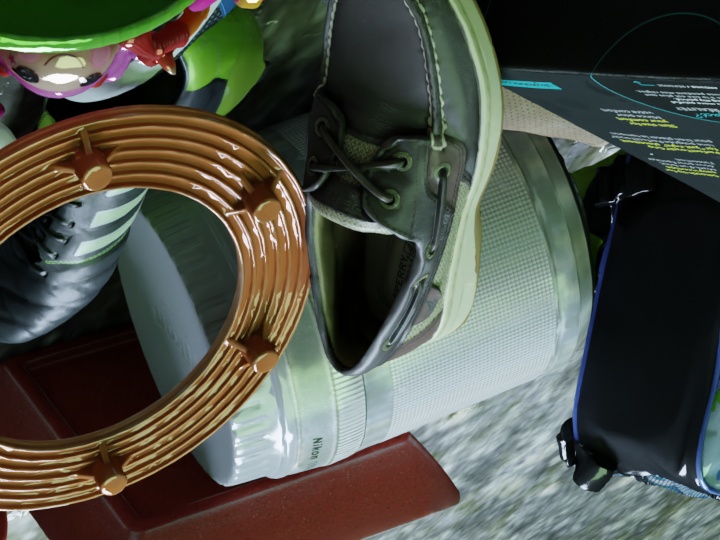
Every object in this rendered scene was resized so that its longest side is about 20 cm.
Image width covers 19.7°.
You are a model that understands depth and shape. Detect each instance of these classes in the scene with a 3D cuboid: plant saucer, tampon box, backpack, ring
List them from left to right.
[{"bbox_3d":[-0.104,0.023,0.827,0.200,0.019,0.201,-21,137,-20],"label":"ring"},{"bbox_3d":[-0.080,0.079,1.063,0.199,0.200,0.037,-16,129,-27],"label":"plant saucer"},{"bbox_3d":[0.169,-0.105,0.830,0.149,0.127,0.199,8,171,45],"label":"tampon box"},{"bbox_3d":[0.220,0.032,1.068,0.146,0.184,0.199,10,-178,39],"label":"backpack"}]

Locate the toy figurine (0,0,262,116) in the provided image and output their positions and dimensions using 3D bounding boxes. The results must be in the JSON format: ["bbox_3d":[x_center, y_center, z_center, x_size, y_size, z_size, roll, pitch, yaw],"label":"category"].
[{"bbox_3d":[-0.111,-0.102,0.701,0.199,0.151,0.184,0,159,-23],"label":"toy figurine"}]

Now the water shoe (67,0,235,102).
[{"bbox_3d":[-0.046,-0.131,0.786,0.200,0.072,0.079,-40,159,29],"label":"water shoe"}]

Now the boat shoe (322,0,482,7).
[{"bbox_3d":[0.052,-0.146,0.881,0.200,0.074,0.065,-18,155,-50],"label":"boat shoe"}]

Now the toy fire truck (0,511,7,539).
[{"bbox_3d":[-0.288,0.145,1.014,0.199,0.049,0.141,-4,160,-39],"label":"toy fire truck"}]

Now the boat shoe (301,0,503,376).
[{"bbox_3d":[0.011,-0.037,0.817,0.065,0.073,0.201,-43,143,-36],"label":"boat shoe"}]

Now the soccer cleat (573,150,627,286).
[{"bbox_3d":[0.156,-0.033,1.165,0.200,0.081,0.068,-25,162,-42],"label":"soccer cleat"}]

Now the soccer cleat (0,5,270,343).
[{"bbox_3d":[-0.120,-0.044,0.887,0.200,0.068,0.081,-48,160,24],"label":"soccer cleat"}]

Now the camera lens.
[{"bbox_3d":[0.000,0.000,0.997,0.199,0.160,0.160,-20,156,-18],"label":"camera lens"}]

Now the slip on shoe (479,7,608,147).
[{"bbox_3d":[0.094,-0.084,0.902,0.200,0.061,0.076,-16,158,-50],"label":"slip on shoe"}]

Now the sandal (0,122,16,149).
[{"bbox_3d":[-0.225,-0.001,0.880,0.203,0.050,0.082,-45,128,15],"label":"sandal"}]
